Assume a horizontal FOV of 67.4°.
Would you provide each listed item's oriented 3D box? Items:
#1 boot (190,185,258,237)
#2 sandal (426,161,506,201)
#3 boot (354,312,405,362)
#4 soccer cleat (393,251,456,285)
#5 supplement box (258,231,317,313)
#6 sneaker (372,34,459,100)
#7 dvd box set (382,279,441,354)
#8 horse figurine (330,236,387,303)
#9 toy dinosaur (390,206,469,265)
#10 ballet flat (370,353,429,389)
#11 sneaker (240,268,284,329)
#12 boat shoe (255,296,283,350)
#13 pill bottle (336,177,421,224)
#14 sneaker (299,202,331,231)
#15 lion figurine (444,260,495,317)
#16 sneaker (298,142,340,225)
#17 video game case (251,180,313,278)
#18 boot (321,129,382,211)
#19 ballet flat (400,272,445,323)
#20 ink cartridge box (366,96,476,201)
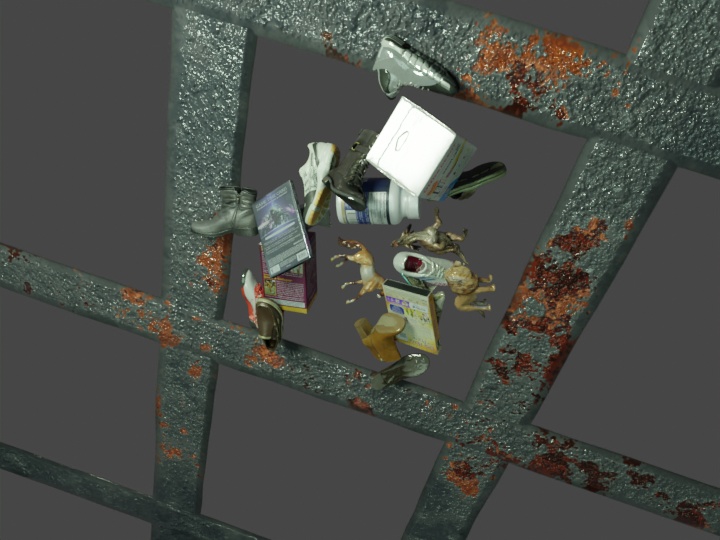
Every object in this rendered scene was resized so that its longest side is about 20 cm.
[{"bbox_3d":[-0.364,-0.163,1.442,0.196,0.070,0.134,-2,116,2],"label":"boot"},{"bbox_3d":[0.247,-0.196,1.268,0.197,0.081,0.058,-14,129,19],"label":"sandal"},{"bbox_3d":[0.082,0.194,1.504,0.199,0.071,0.145,-7,126,49],"label":"boot"},{"bbox_3d":[0.178,0.000,1.358,0.196,0.086,0.071,11,93,-13],"label":"soccer cleat"},{"bbox_3d":[-0.192,-0.001,1.462,0.128,0.104,0.203,9,121,11],"label":"supplement box"},{"bbox_3d":[0.113,-0.413,1.185,0.199,0.075,0.116,36,126,4],"label":"sneaker"},{"bbox_3d":[0.140,0.125,1.450,0.144,0.029,0.203,14,133,36],"label":"dvd box set"},{"bbox_3d":[0.000,0.000,1.445,0.130,0.050,0.203,-16,108,7],"label":"horse figurine"},{"bbox_3d":[0.181,-0.072,1.347,0.198,0.087,0.135,27,148,-28],"label":"toy dinosaur"},{"bbox_3d":[0.119,0.298,1.596,0.198,0.046,0.068,-31,77,21],"label":"ballet flat"},{"bbox_3d":[-0.274,0.083,1.553,0.106,0.068,0.205,2,123,11],"label":"sneaker"},{"bbox_3d":[-0.250,0.155,1.483,0.073,0.076,0.204,7,144,11],"label":"boat shoe"},{"bbox_3d":[0.047,-0.168,1.308,0.196,0.112,0.113,2,120,12],"label":"pill bottle"},{"bbox_3d":[-0.167,-0.124,1.400,0.196,0.075,0.083,-10,111,18],"label":"sneaker"},{"bbox_3d":[0.272,0.061,1.373,0.120,0.073,0.202,-4,136,3],"label":"lion figurine"},{"bbox_3d":[-0.114,-0.214,1.323,0.086,0.076,0.204,17,92,17],"label":"sneaker"},{"bbox_3d":[-0.196,-0.100,1.338,0.141,0.019,0.204,-24,76,32],"label":"video game case"},{"bbox_3d":[0.001,-0.237,1.208,0.175,0.200,0.069,-50,129,3],"label":"boot"},{"bbox_3d":[0.181,0.055,1.434,0.075,0.068,0.202,-30,107,9],"label":"ballet flat"},{"bbox_3d":[0.134,-0.249,1.151,0.144,0.199,0.149,38,108,17],"label":"ink cartridge box"}]
